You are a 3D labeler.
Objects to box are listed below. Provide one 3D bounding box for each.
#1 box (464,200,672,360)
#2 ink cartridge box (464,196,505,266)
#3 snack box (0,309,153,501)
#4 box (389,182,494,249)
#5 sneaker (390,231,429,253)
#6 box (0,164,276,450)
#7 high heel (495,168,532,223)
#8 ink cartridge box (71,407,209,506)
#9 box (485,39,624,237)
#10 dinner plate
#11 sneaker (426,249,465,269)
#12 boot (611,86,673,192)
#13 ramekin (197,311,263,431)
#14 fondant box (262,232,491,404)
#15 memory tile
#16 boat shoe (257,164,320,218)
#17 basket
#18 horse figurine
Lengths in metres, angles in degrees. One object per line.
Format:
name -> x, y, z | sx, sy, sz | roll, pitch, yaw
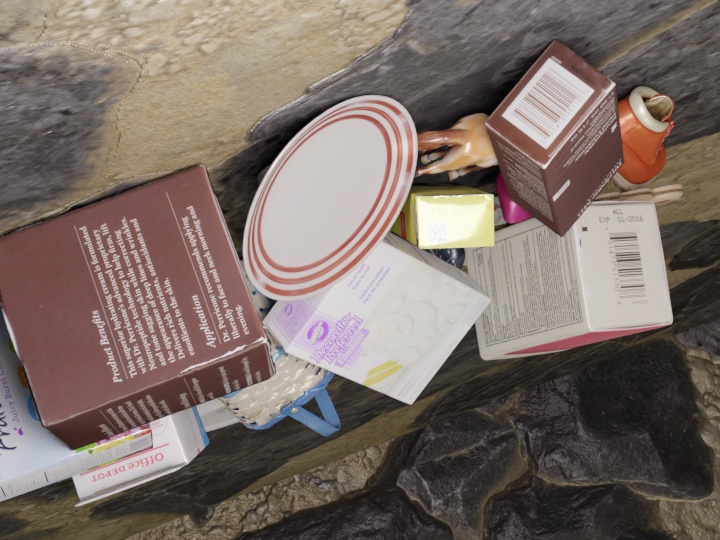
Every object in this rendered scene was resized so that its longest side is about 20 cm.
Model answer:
box -> 0.209, 0.012, 1.649 | 0.108, 0.129, 0.200 | -4, 172, -29
ink cartridge box -> 0.145, -0.042, 1.889 | 0.199, 0.057, 0.163 | -20, 168, -28
snack box -> -0.312, 0.114, 1.504 | 0.198, 0.170, 0.068 | -19, 160, -11
box -> 0.073, -0.054, 1.528 | 0.074, 0.051, 0.200 | -2, -173, -8
sneaker -> -0.002, 0.001, 1.695 | 0.198, 0.105, 0.060 | -13, 166, -32
box -> -0.192, 0.036, 1.387 | 0.198, 0.167, 0.164 | -20, 168, -5
high heel -> 0.181, -0.078, 1.663 | 0.067, 0.097, 0.200 | 11, 173, 26
ink cartridge box -> -0.225, 0.172, 1.609 | 0.114, 0.068, 0.200 | -20, 180, 2
box -> 0.179, -0.114, 1.460 | 0.100, 0.075, 0.200 | -50, 162, -4
dinner plate -> -0.029, -0.064, 1.387 | 0.199, 0.024, 0.201 | -31, 142, -28
sneaker -> 0.070, -0.008, 1.844 | 0.086, 0.078, 0.200 | -7, 172, -31
boot -> 0.291, -0.139, 1.677 | 0.107, 0.076, 0.199 | -33, 163, 25
ramekin -> -0.165, 0.130, 1.986 | 0.201, 0.095, 0.202 | -20, 167, -5
fondant box -> 0.019, 0.041, 1.635 | 0.199, 0.058, 0.145 | 26, 105, -43
memory tile -> 0.233, -0.059, 1.737 | 0.152, 0.017, 0.199 | -8, 175, -40
boat shoe -> -0.054, -0.044, 1.501 | 0.070, 0.070, 0.200 | -20, 167, -6
basket -> -0.099, 0.080, 1.727 | 0.139, 0.177, 0.200 | -36, 148, 17
horse figurine -> 0.098, -0.116, 1.501 | 0.132, 0.050, 0.199 | -20, 173, 32
